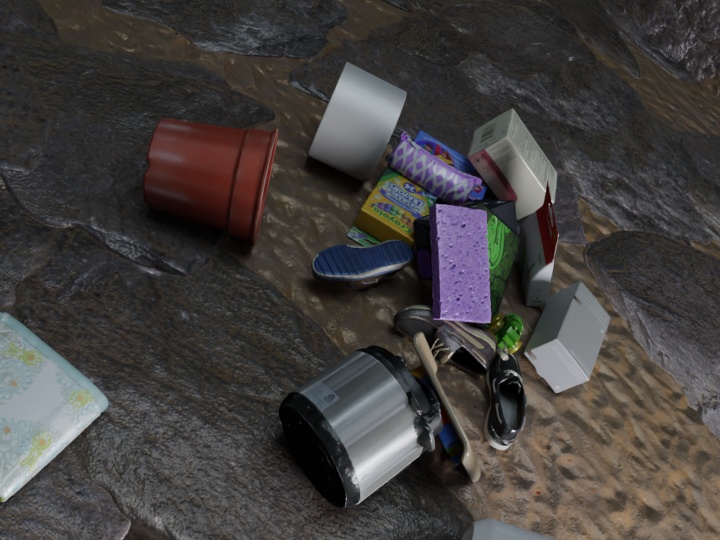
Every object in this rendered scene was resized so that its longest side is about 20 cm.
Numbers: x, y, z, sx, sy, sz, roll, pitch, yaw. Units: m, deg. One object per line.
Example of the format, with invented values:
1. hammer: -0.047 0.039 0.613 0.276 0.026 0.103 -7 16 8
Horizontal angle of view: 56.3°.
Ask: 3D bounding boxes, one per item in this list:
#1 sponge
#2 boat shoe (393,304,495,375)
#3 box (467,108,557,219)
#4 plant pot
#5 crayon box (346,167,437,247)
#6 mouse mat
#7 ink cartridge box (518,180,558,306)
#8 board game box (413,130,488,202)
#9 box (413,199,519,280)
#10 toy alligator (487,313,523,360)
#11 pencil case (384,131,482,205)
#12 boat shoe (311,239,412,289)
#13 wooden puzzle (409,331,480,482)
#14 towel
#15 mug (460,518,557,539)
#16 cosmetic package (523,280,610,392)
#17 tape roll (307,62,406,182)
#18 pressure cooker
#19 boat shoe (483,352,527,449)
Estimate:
1. sponge: 0.175 -0.011 1.179 0.110 0.030 0.204 4 80 -28
2. boat shoe: 0.150 0.124 1.179 0.197 0.075 0.074 21 44 -9
3. box: 0.347 -0.238 1.527 0.200 0.108 0.129 48 39 -22
4. plant pot: -0.253 -0.162 1.140 0.192 0.202 0.203 12 46 -7
5. crayon box: 0.068 -0.111 1.357 0.125 0.052 0.201 31 44 -1
6. mouse mat: 0.235 -0.005 1.267 0.160 0.007 0.203 32 72 -40
7. ink cartridge box: 0.355 -0.053 1.360 0.049 0.202 0.163 -2 47 6
8. board game box: 0.192 -0.221 1.526 0.198 0.045 0.135 31 44 0
9. box: 0.211 -0.060 1.316 0.198 0.124 0.105 -21 19 -40
10. toy alligator: 0.267 0.111 1.204 0.059 0.054 0.200 47 13 -1
11. pencil case: 0.152 -0.211 1.420 0.198 0.086 0.084 31 40 -2
12. boat shoe: 0.000 0.000 1.206 0.197 0.073 0.073 -7 56 -27
13. wooden puzzle: 0.124 0.217 1.037 0.046 0.186 0.202 -23 60 3
14. towel: -0.448 0.162 0.841 0.199 0.048 0.171 37 47 5
15. mug: 0.200 0.425 0.897 0.151 0.151 0.187 25 37 5
16. cosmetic package: 0.399 0.125 1.293 0.107 0.090 0.200 48 41 -8
17. tape roll: -0.008 -0.300 1.375 0.137 0.204 0.204 23 44 -7
18. pressure cooker: 0.009 0.205 0.934 0.199 0.179 0.177 -30 77 -28
19. boat shoe: 0.255 0.211 1.168 0.073 0.061 0.201 26 44 -2
